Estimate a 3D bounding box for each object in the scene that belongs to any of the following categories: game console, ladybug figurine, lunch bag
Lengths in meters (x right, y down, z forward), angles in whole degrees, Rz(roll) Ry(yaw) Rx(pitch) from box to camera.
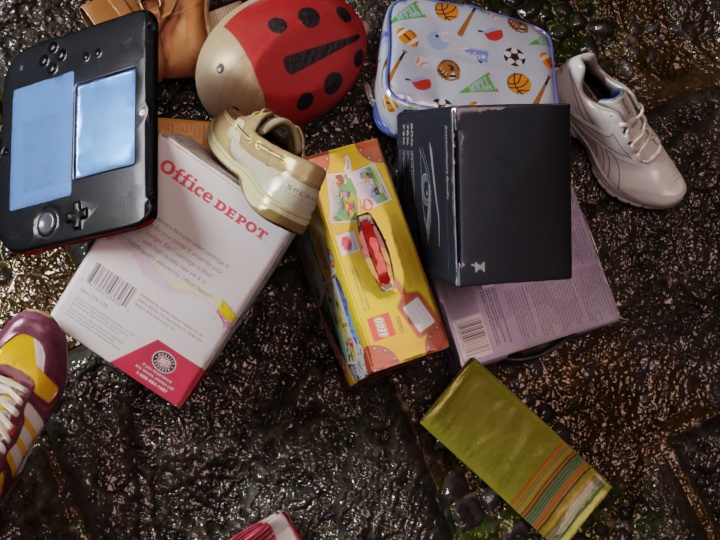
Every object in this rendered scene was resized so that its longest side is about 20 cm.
[{"bbox_3d":[-0.253,-0.121,0.923,0.175,0.031,0.202,-12,73,30],"label":"game console"},{"bbox_3d":[-0.069,-0.212,1.037,0.199,0.072,0.137,-32,111,-22],"label":"ladybug figurine"},{"bbox_3d":[0.104,-0.194,1.070,0.198,0.076,0.162,7,61,-9],"label":"lunch bag"}]

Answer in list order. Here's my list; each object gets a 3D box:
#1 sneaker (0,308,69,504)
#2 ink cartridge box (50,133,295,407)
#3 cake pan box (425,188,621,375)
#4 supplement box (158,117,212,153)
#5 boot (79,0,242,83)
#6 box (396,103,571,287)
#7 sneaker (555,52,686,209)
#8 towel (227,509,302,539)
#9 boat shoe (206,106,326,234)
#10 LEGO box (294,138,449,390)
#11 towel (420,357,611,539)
[{"bbox_3d":[-0.311,0.133,0.889,0.074,0.090,0.202,20,96,-4],"label":"sneaker"},{"bbox_3d":[-0.165,-0.002,0.944,0.147,0.086,0.201,35,98,-1],"label":"ink cartridge box"},{"bbox_3d":[0.152,-0.006,1.065,0.182,0.052,0.202,-17,81,-13],"label":"cake pan box"},{"bbox_3d":[-0.195,-0.108,1.010,0.198,0.067,0.070,1,77,-11],"label":"supplement box"},{"bbox_3d":[-0.211,-0.287,1.039,0.154,0.074,0.202,-24,86,-20],"label":"boot"},{"bbox_3d":[0.104,-0.072,0.921,0.103,0.200,0.150,-3,99,-11],"label":"box"},{"bbox_3d":[0.274,-0.146,1.103,0.200,0.087,0.075,45,71,0],"label":"sneaker"},{"bbox_3d":[-0.120,0.332,0.947,0.199,0.023,0.145,-29,85,-16],"label":"towel"},{"bbox_3d":[-0.078,-0.103,0.907,0.074,0.200,0.067,24,107,-37],"label":"boat shoe"},{"bbox_3d":[0.000,0.000,0.980,0.076,0.149,0.202,-16,81,-15],"label":"LEGO box"},{"bbox_3d":[0.155,0.181,1.015,0.200,0.018,0.086,43,78,-12],"label":"towel"}]
